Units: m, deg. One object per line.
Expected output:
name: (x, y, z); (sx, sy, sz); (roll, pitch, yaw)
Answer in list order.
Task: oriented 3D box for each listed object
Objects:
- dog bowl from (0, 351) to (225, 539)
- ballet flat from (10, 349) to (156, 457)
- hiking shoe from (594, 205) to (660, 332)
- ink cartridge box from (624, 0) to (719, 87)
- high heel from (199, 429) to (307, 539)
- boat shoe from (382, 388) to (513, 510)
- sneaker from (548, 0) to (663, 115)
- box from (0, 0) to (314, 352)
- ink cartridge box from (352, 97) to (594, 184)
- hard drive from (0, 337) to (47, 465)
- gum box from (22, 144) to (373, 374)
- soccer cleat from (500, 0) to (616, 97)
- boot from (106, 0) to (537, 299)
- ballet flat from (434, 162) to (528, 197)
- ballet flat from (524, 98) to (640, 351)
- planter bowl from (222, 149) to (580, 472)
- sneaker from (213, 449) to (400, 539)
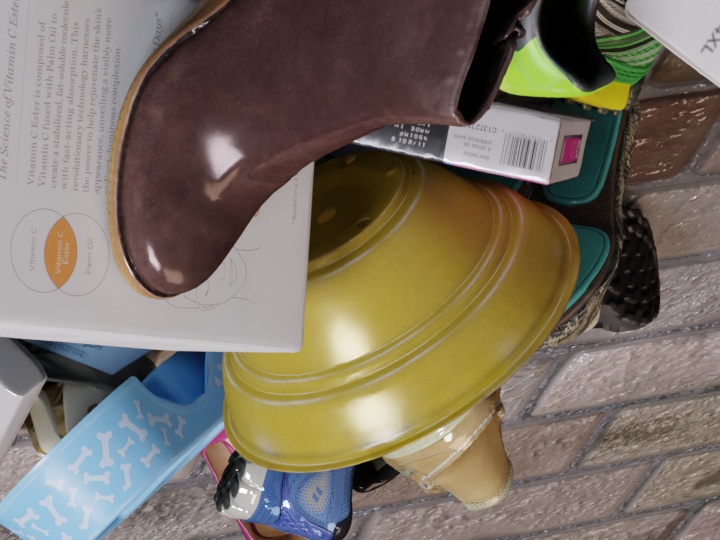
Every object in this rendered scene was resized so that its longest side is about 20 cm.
dog bowl: (-0.119, 0.092, 1.506); (0.111, 0.050, 0.200); (-46, 178, 31)
ballet flat: (-0.190, 0.075, 1.546); (0.200, 0.064, 0.067); (8, 143, -45)
hiking shoe: (0.100, 0.001, 1.624); (0.100, 0.076, 0.200); (-5, 175, 34)
ink cartridge box: (0.243, -0.145, 1.360); (0.200, 0.084, 0.146); (15, 111, -49)
high heel: (-0.062, 0.127, 1.700); (0.067, 0.096, 0.200); (-18, 154, -4)
boat shoe: (0.050, 0.086, 1.423); (0.072, 0.076, 0.200); (-41, -179, -4)
sneaker: (0.072, -0.136, 1.338); (0.200, 0.078, 0.085); (5, 126, -41)
box: (-0.127, -0.046, 1.226); (0.200, 0.153, 0.106); (8, 175, -43)
ink cartridge box: (0.057, -0.068, 1.346); (0.094, 0.037, 0.200); (12, -173, 8)
hard drive: (-0.236, 0.063, 1.422); (0.027, 0.132, 0.200); (-39, 169, -38)
gum box: (-0.103, -0.028, 1.431); (0.200, 0.045, 0.170); (-31, 152, 19)
soccer cleat: (0.081, -0.169, 1.154); (0.067, 0.081, 0.201); (-14, 111, -39)
boot: (-0.016, -0.072, 1.133); (0.072, 0.200, 0.166); (28, 172, -38)
ballet flat: (0.030, 0.007, 1.494); (0.200, 0.069, 0.071); (-46, 136, -22)
ballet flat: (0.108, -0.014, 1.453); (0.068, 0.200, 0.075); (5, 140, 19)
planter bowl: (0.000, 0.000, 1.368); (0.200, 0.201, 0.084); (-26, 118, 12)
sneaker: (-0.012, 0.080, 1.564); (0.089, 0.200, 0.079); (29, 135, -6)
